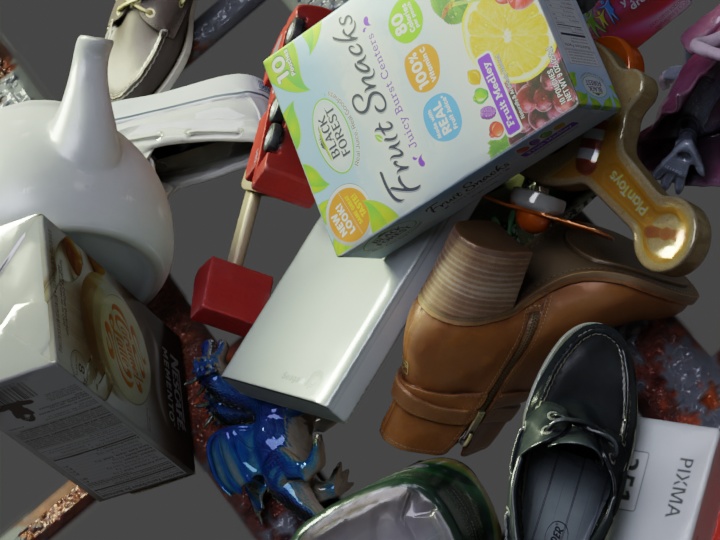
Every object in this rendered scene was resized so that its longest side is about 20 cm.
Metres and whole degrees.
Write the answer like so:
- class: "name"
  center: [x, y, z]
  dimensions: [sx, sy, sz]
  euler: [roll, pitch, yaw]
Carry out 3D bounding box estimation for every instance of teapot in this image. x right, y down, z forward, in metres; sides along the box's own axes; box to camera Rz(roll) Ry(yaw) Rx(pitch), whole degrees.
- class: "teapot"
  center: [-0.226, -0.049, 1.618]
  dimensions: [0.199, 0.198, 0.147]
  euler: [-17, 61, 10]

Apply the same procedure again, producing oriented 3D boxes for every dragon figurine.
- class: "dragon figurine"
  center: [-0.063, 0.129, 1.545]
  dimensions: [0.099, 0.059, 0.201]
  euler: [-21, 54, 15]

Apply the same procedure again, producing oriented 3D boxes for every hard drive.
- class: "hard drive"
  center: [0.000, 0.000, 1.511]
  dimensions: [0.132, 0.026, 0.201]
  euler: [10, 64, 56]

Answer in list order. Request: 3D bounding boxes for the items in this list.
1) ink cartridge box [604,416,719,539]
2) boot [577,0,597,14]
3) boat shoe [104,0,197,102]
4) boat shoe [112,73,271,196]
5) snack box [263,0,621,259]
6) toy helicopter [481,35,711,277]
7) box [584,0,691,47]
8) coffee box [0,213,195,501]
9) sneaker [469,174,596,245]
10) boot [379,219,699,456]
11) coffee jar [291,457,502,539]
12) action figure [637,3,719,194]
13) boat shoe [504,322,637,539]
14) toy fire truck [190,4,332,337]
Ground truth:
- class: "ink cartridge box"
  center: [0.196, 0.194, 1.408]
  dimensions: [0.173, 0.044, 0.201]
  euler: [7, 68, 28]
- class: "boot"
  center: [0.094, -0.227, 1.529]
  dimensions: [0.164, 0.066, 0.201]
  euler: [-20, 34, 25]
- class: "boat shoe"
  center: [-0.155, -0.210, 1.760]
  dimensions: [0.071, 0.060, 0.201]
  euler: [14, 71, 29]
- class: "boat shoe"
  center: [-0.156, -0.084, 1.688]
  dimensions: [0.199, 0.074, 0.066]
  euler: [-19, 54, 15]
- class: "snack box"
  center: [0.046, -0.114, 1.423]
  dimensions: [0.199, 0.053, 0.143]
  euler: [-31, 70, 33]
- class: "toy helicopter"
  center: [0.141, -0.059, 1.412]
  dimensions: [0.132, 0.079, 0.200]
  euler: [-51, 47, 16]
- class: "box"
  center: [0.110, -0.170, 1.584]
  dimensions: [0.200, 0.096, 0.100]
  euler: [-39, 33, 2]
- class: "coffee box"
  center: [-0.193, 0.062, 1.552]
  dimensions: [0.079, 0.200, 0.115]
  euler: [-18, 60, 15]
- class: "sneaker"
  center: [0.094, -0.033, 1.532]
  dimensions: [0.200, 0.077, 0.089]
  euler: [-43, 29, 0]
- class: "boot"
  center: [0.113, 0.052, 1.485]
  dimensions: [0.077, 0.199, 0.156]
  euler: [46, 124, 45]
- class: "coffee jar"
  center: [0.026, 0.167, 1.408]
  dimensions: [0.104, 0.200, 0.086]
  euler: [-27, 85, 10]
- class: "action figure"
  center: [0.243, -0.140, 1.491]
  dimensions: [0.133, 0.150, 0.200]
  euler: [12, 46, 22]
- class: "boat shoe"
  center: [0.126, 0.121, 1.397]
  dimensions: [0.074, 0.066, 0.200]
  euler: [23, 75, 0]
- class: "toy fire truck"
  center: [-0.060, -0.069, 1.606]
  dimensions: [0.048, 0.141, 0.201]
  euler: [19, 57, -14]
